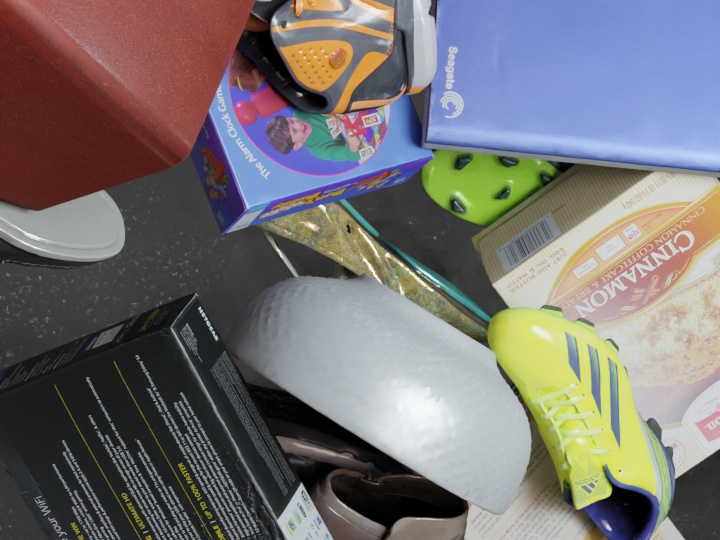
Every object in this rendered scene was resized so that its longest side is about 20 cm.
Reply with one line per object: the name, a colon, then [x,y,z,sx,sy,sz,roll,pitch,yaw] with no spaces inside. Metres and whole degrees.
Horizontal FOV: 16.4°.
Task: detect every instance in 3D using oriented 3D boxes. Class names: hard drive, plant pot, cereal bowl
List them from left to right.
plant pot: [-0.175,-0.149,1.388,0.176,0.199,0.201,44,49,-32]
cereal bowl: [0.021,0.061,1.494,0.200,0.200,0.084,31,91,-26]
hard drive: [0.141,-0.131,1.523,0.199,0.025,0.133,5,80,-6]

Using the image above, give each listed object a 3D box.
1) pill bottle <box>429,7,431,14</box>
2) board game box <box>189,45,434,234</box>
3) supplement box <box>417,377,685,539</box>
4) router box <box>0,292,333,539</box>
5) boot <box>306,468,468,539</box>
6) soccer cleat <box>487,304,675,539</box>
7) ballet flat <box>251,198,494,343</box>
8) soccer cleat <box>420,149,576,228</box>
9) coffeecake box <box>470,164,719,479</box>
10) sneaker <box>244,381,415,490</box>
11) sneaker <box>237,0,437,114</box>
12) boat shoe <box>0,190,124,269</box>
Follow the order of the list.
pill bottle: [0.138,-0.173,1.625,0.199,0.116,0.117,20,80,-28]
board game box: [-0.055,-0.136,1.521,0.134,0.045,0.201,-16,79,-28]
supplement box: [0.131,0.184,1.645,0.126,0.073,0.200,-46,110,-22]
router box: [-0.116,0.130,1.466,0.201,0.149,0.051,62,26,-15]
boot: [0.032,0.190,1.551,0.199,0.147,0.070,9,41,-23]
soccer cleat: [0.138,0.099,1.545,0.200,0.064,0.084,51,44,-37]
ballet flat: [0.000,0.000,1.582,0.200,0.071,0.071,39,72,-23]
soccer cleat: [0.134,-0.064,1.656,0.199,0.081,0.068,3,117,-10]
coffeecake box: [0.192,0.020,1.620,0.153,0.073,0.200,-35,117,8]
sneaker: [-0.062,0.120,1.554,0.199,0.072,0.083,19,105,-27]
sneaker: [-0.022,-0.184,1.450,0.112,0.077,0.201,-18,108,-25]
boat shoe: [-0.234,-0.035,1.449,0.199,0.060,0.074,11,51,-33]
